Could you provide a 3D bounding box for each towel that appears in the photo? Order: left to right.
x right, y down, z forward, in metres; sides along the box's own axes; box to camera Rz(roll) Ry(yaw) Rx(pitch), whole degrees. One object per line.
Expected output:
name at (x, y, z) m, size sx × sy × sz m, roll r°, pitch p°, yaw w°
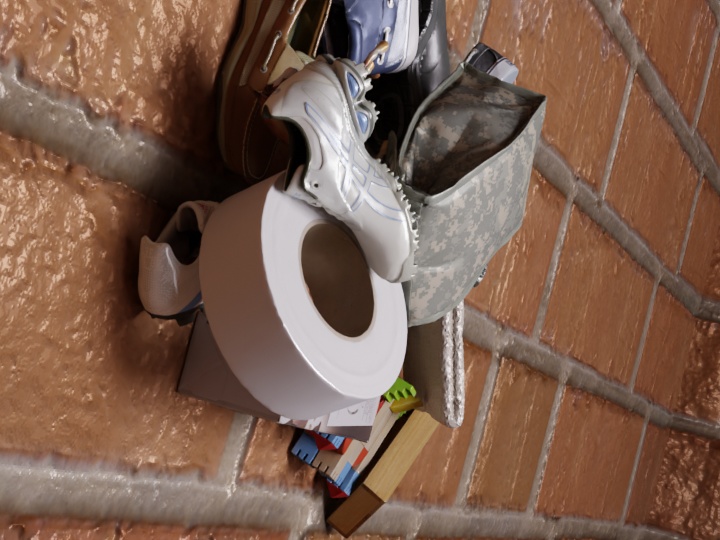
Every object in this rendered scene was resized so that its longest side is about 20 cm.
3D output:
towel at (0.078, 0.064, 1.483) m, size 0.132 × 0.034 × 0.204 m, roll -162°, pitch -110°, yaw -72°

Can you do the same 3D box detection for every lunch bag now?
lunch bag at (0.078, -0.066, 1.257) m, size 0.200 × 0.116 × 0.166 m, roll -49°, pitch 155°, yaw -40°

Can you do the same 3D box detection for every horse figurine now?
horse figurine at (-0.027, -0.116, 1.184) m, size 0.132 × 0.050 × 0.201 m, roll -43°, pitch 155°, yaw -25°

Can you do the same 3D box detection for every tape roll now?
tape roll at (-0.043, 0.018, 1.125) m, size 0.202 × 0.070 × 0.205 m, roll 35°, pitch 44°, yaw -42°

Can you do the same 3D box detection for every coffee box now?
coffee box at (-0.067, 0.102, 1.266) m, size 0.200 × 0.112 × 0.081 m, roll 25°, pitch 79°, yaw -63°

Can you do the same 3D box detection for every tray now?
tray at (0.041, 0.214, 1.567) m, size 0.200 × 0.037 × 0.099 m, roll -48°, pitch 177°, yaw -44°

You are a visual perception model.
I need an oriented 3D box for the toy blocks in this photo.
toy blocks at (-0.016, 0.163, 1.438) m, size 0.138 × 0.099 × 0.200 m, roll -56°, pitch 159°, yaw -13°

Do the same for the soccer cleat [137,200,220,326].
soccer cleat at (-0.118, -0.030, 1.153) m, size 0.200 × 0.069 × 0.088 m, roll -42°, pitch 136°, yaw -50°

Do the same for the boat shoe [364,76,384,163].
boat shoe at (-0.005, -0.132, 1.360) m, size 0.201 × 0.056 × 0.067 m, roll -53°, pitch 125°, yaw -34°

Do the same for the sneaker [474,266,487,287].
sneaker at (0.112, -0.077, 1.629) m, size 0.089 × 0.076 × 0.204 m, roll 168°, pitch -72°, yaw -77°

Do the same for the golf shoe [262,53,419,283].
golf shoe at (-0.020, -0.070, 1.101) m, size 0.097 × 0.078 × 0.202 m, roll -30°, pitch 109°, yaw -24°

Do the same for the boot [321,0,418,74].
boot at (0.007, -0.279, 1.242) m, size 0.090 × 0.072 × 0.203 m, roll -18°, pitch 110°, yaw -44°

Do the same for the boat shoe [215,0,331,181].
boat shoe at (-0.071, -0.178, 1.175) m, size 0.075 × 0.073 × 0.203 m, roll 10°, pitch 92°, yaw -64°

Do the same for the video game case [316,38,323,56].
video game case at (-0.014, -0.317, 1.286) m, size 0.180 × 0.025 × 0.203 m, roll -33°, pitch 130°, yaw -56°

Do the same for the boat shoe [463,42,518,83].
boat shoe at (0.091, -0.170, 1.517) m, size 0.200 × 0.068 × 0.074 m, roll -52°, pitch 165°, yaw 2°

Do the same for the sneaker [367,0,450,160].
sneaker at (0.057, -0.205, 1.345) m, size 0.090 × 0.075 × 0.203 m, roll 8°, pitch 91°, yaw -52°
